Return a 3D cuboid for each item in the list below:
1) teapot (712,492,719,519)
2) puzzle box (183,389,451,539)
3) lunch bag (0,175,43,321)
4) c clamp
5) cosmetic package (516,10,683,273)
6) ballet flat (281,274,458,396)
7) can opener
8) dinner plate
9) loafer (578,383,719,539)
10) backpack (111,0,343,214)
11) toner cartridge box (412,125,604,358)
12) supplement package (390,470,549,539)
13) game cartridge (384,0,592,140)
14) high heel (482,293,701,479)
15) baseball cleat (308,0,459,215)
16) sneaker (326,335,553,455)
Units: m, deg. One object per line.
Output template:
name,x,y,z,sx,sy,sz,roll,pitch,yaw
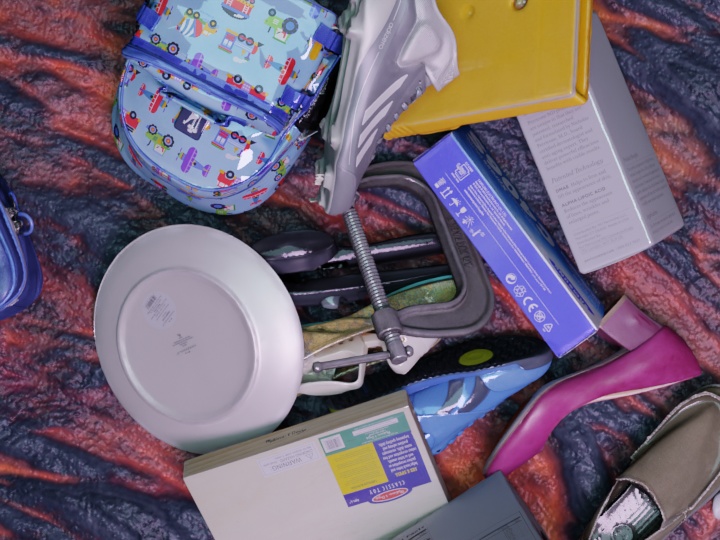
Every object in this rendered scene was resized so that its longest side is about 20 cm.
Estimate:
teapot,0.417,0.149,1.306,0.199,0.146,0.198,0,121,-15
puzzle box,-0.032,0.185,1.332,0.199,0.025,0.134,-18,120,7
lunch bag,-0.362,-0.006,1.322,0.199,0.132,0.137,-24,90,2
c clamp,0.026,-0.011,1.302,0.170,0.027,0.201,0,57,-20
cosmetic package,0.188,-0.108,1.316,0.074,0.102,0.201,-24,89,28
ballet flat,0.007,0.064,1.344,0.199,0.071,0.071,-17,91,5
can opener,0.000,0.000,1.351,0.199,0.079,0.064,-1,83,-8
dinner plate,-0.141,0.061,1.335,0.199,0.024,0.201,5,103,22
loafer,0.255,0.183,1.335,0.075,0.070,0.200,36,92,15
backpack,-0.119,-0.151,1.315,0.182,0.135,0.201,32,94,2
toner cartridge box,0.126,-0.028,1.326,0.043,0.095,0.200,-37,91,16
supplement package,0.119,0.303,1.261,0.147,0.200,0.192,-33,107,1
game cartridge,0.095,-0.203,1.287,0.199,0.032,0.177,-7,71,37
high heel,0.195,0.122,1.343,0.096,0.067,0.200,42,92,3
baseball cleat,0.022,-0.133,1.255,0.106,0.070,0.201,5,117,-13
sneaker,0.072,0.114,1.354,0.199,0.066,0.079,-19,108,0
